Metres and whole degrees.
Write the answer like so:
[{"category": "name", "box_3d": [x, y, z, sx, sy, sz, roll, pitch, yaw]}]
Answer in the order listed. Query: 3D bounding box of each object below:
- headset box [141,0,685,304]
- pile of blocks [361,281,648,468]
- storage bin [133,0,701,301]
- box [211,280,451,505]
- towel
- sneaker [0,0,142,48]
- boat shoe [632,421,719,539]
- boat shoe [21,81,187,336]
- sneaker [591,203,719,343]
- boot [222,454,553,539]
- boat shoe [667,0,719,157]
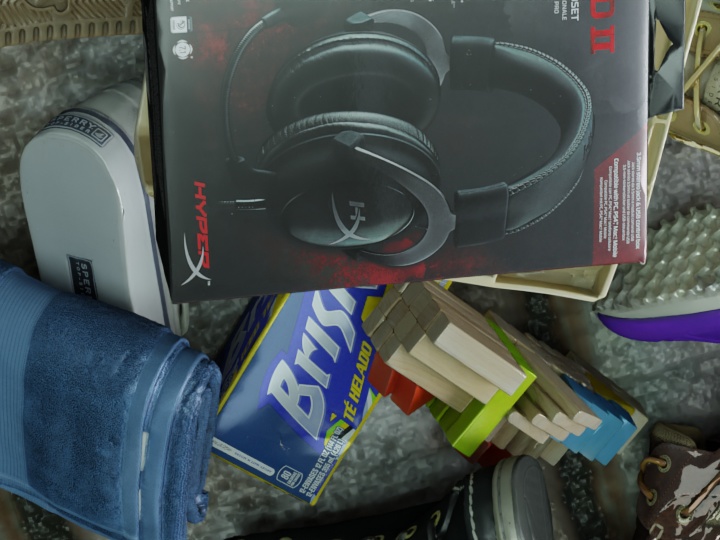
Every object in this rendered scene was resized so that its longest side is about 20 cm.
[{"category": "headset box", "box_3d": [0.021, -0.076, 0.891, 0.198, 0.077, 0.150, -4, 111, -8]}, {"category": "pile of blocks", "box_3d": [0.067, 0.066, 1.078, 0.062, 0.082, 0.200, -51, 143, 10]}, {"category": "storage bin", "box_3d": [0.026, -0.105, 0.972, 0.199, 0.094, 0.200, 8, 109, -14]}, {"category": "box", "box_3d": [0.000, 0.000, 1.097, 0.064, 0.070, 0.201, 28, 103, -12]}, {"category": "towel", "box_3d": [-0.156, 0.047, 1.059, 0.199, 0.049, 0.112, 23, 129, 18]}, {"category": "sneaker", "box_3d": [-0.161, -0.138, 1.014, 0.199, 0.108, 0.071, -2, 114, -25]}, {"category": "boat shoe", "box_3d": [0.161, 0.100, 1.143, 0.200, 0.072, 0.072, -43, 84, 10]}, {"category": "boat shoe", "box_3d": [-0.107, 0.010, 1.092, 0.072, 0.066, 0.201, 12, 126, 27]}, {"category": "sneaker", "box_3d": [0.201, 0.023, 1.085, 0.199, 0.070, 0.100, -9, 122, 33]}, {"category": "boot", "box_3d": [0.011, 0.136, 1.084, 0.153, 0.204, 0.074, -6, 74, 3]}, {"category": "boat shoe", "box_3d": [0.165, -0.087, 1.082, 0.199, 0.066, 0.074, 14, 105, -7]}]
